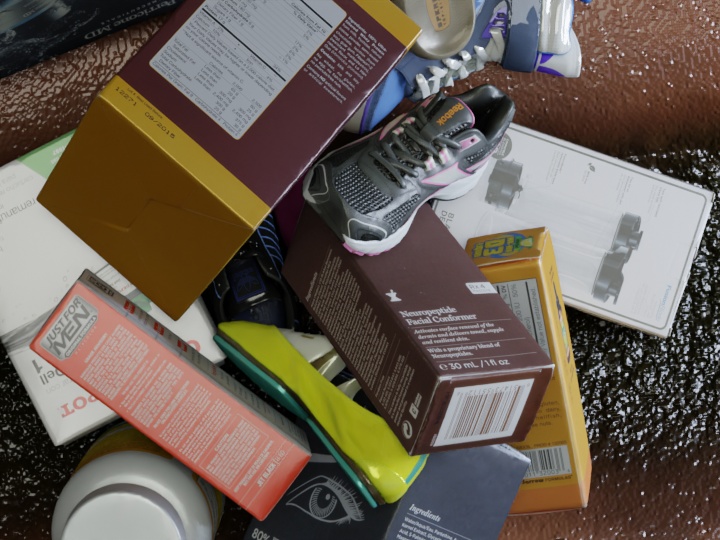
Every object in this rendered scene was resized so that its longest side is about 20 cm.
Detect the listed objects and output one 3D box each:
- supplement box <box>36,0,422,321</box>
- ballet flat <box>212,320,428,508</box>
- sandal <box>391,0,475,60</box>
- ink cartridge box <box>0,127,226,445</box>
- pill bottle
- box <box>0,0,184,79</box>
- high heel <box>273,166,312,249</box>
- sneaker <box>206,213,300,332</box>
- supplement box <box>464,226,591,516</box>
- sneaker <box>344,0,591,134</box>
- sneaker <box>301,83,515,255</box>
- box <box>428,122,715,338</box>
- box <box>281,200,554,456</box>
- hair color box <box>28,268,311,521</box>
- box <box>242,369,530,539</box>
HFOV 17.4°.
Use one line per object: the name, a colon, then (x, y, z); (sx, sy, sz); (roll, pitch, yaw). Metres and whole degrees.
supplement box: (-0.092, -0.105, 1.602); (0.133, 0.197, 0.200); (41, 63, -3)
ballet flat: (-0.022, 0.085, 1.626); (0.067, 0.067, 0.200); (-43, 53, -6)
sandal: (0.044, -0.224, 1.623); (0.080, 0.054, 0.201); (-26, 129, -10)
ink cartridge box: (-0.201, 0.009, 1.715); (0.145, 0.084, 0.201); (-28, 90, -3)
pill bottle: (-0.156, 0.175, 1.649); (0.112, 0.200, 0.114); (0, 98, 1)
box: (-0.240, -0.241, 1.651); (0.195, 0.200, 0.118); (-22, 71, -3)
high heel: (0.000, 0.000, 1.720); (0.067, 0.096, 0.200); (-38, 91, -3)
sneaker: (-0.089, -0.017, 1.715); (0.070, 0.078, 0.201); (-22, 98, -5)
supplement box: (0.121, 0.074, 1.704); (0.068, 0.067, 0.201); (-6, 110, 11)
sneaker: (0.088, -0.162, 1.734); (0.146, 0.081, 0.201); (29, 81, 4)
sneaker: (0.037, -0.084, 1.616); (0.080, 0.200, 0.086); (44, 129, 6)
box: (0.150, -0.034, 1.747); (0.199, 0.060, 0.117); (18, 88, -2)
box: (0.037, 0.032, 1.612); (0.100, 0.200, 0.075); (-5, 129, -33)
hair color box: (-0.130, 0.084, 1.627); (0.200, 0.102, 0.061); (38, 92, -5)
box: (0.007, 0.188, 1.677); (0.104, 0.148, 0.201); (27, 87, -39)
